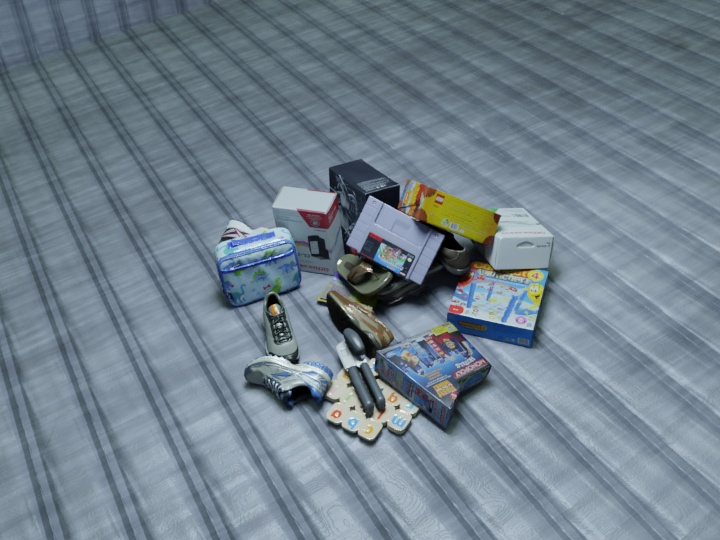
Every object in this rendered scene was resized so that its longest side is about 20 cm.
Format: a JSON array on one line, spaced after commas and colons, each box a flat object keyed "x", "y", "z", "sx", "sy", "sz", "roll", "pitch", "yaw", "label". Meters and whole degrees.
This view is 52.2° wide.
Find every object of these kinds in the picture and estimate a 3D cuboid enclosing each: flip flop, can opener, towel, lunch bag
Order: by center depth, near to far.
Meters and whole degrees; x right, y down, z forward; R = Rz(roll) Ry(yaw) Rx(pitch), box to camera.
[{"x": -0.002, "y": 0.204, "z": 1.538, "sx": 0.052, "sy": 0.068, "sz": 0.201, "roll": -15, "pitch": 40, "yaw": -13, "label": "can opener"}, {"x": 0.000, "y": 0.000, "z": 1.720, "sx": 0.081, "sy": 0.058, "sz": 0.199, "roll": -43, "pitch": 37, "yaw": -11, "label": "flip flop"}, {"x": -0.245, "y": -0.012, "z": 1.758, "sx": 0.195, "sy": 0.163, "sz": 0.083, "roll": -15, "pitch": 41, "yaw": -12, "label": "lunch bag"}, {"x": -0.004, "y": 0.029, "z": 1.791, "sx": 0.141, "sy": 0.023, "sz": 0.201, "roll": 16, "pitch": 46, "yaw": 24, "label": "towel"}]

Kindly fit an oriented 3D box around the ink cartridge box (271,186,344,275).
[{"x": -0.124, "y": -0.095, "z": 1.809, "sx": 0.142, "sy": 0.203, "sz": 0.084, "roll": 8, "pitch": 45, "yaw": 16, "label": "ink cartridge box"}]

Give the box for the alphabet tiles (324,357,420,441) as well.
[{"x": 0.027, "y": 0.265, "z": 1.527, "sx": 0.197, "sy": 0.015, "sz": 0.196, "roll": 20, "pitch": 45, "yaw": 26, "label": "alphabet tiles"}]

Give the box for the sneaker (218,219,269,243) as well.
[{"x": -0.281, "y": -0.060, "z": 1.897, "sx": 0.197, "sy": 0.081, "sz": 0.087, "roll": 14, "pitch": 56, "yaw": 33, "label": "sneaker"}]

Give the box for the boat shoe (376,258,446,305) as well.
[{"x": 0.121, "y": 0.021, "z": 1.748, "sx": 0.196, "sy": 0.074, "sz": 0.075, "roll": -21, "pitch": 39, "yaw": -8, "label": "boat shoe"}]

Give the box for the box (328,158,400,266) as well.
[{"x": 0.008, "y": -0.144, "z": 1.828, "sx": 0.102, "sy": 0.204, "sz": 0.182, "roll": -17, "pitch": 34, "yaw": -25, "label": "box"}]

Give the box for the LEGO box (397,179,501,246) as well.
[{"x": 0.204, "y": -0.135, "z": 1.711, "sx": 0.196, "sy": 0.079, "sz": 0.149, "roll": 19, "pitch": 8, "yaw": -19, "label": "LEGO box"}]

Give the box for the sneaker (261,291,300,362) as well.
[{"x": -0.187, "y": 0.131, "z": 1.654, "sx": 0.072, "sy": 0.081, "sz": 0.202, "roll": -13, "pitch": 43, "yaw": -12, "label": "sneaker"}]

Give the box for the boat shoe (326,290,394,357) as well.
[{"x": -0.001, "y": 0.114, "z": 1.663, "sx": 0.073, "sy": 0.077, "sz": 0.200, "roll": -25, "pitch": 52, "yaw": -30, "label": "boat shoe"}]

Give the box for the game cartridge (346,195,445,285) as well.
[{"x": 0.079, "y": -0.067, "z": 1.678, "sx": 0.197, "sy": 0.038, "sz": 0.132, "roll": 28, "pitch": 88, "yaw": 7, "label": "game cartridge"}]

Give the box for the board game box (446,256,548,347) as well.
[{"x": 0.316, "y": 0.068, "z": 1.684, "sx": 0.195, "sy": 0.057, "sz": 0.197, "roll": 11, "pitch": 44, "yaw": 18, "label": "board game box"}]

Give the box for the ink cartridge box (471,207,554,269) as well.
[{"x": 0.359, "y": -0.079, "z": 1.771, "sx": 0.143, "sy": 0.085, "sz": 0.201, "roll": -1, "pitch": 23, "yaw": -9, "label": "ink cartridge box"}]

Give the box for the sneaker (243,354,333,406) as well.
[{"x": -0.159, "y": 0.234, "z": 1.539, "sx": 0.195, "sy": 0.078, "sz": 0.087, "roll": 2, "pitch": 52, "yaw": 17, "label": "sneaker"}]

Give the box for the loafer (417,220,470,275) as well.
[{"x": 0.192, "y": -0.070, "z": 1.729, "sx": 0.072, "sy": 0.073, "sz": 0.199, "roll": -22, "pitch": 45, "yaw": -30, "label": "loafer"}]

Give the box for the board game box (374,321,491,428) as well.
[{"x": 0.162, "y": 0.218, "z": 1.519, "sx": 0.196, "sy": 0.063, "sz": 0.200, "roll": -18, "pitch": 45, "yaw": -26, "label": "board game box"}]
